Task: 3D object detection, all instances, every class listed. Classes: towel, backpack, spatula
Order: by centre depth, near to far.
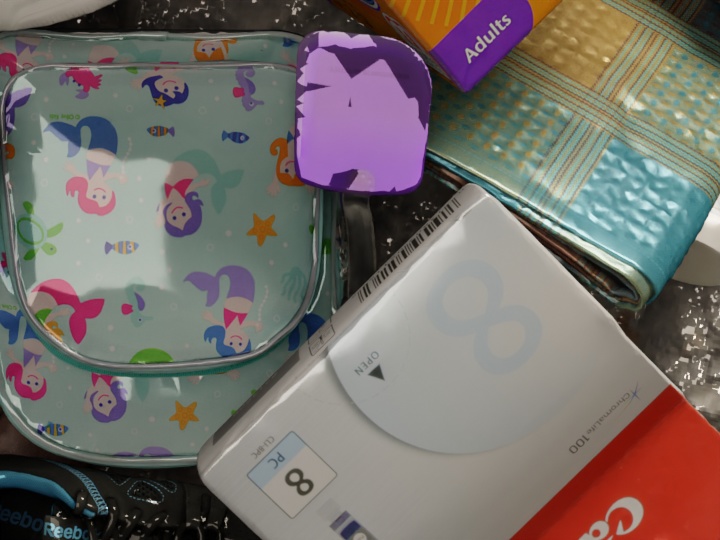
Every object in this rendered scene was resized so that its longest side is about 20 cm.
[{"bbox_3d":[0.000,0.000,0.707,0.056,0.021,0.200,6,116,11],"label":"spatula"},{"bbox_3d":[0.103,-0.080,0.756,0.147,0.022,0.200,33,48,6],"label":"towel"},{"bbox_3d":[-0.091,-0.010,0.770,0.177,0.151,0.200,0,95,-9],"label":"backpack"}]

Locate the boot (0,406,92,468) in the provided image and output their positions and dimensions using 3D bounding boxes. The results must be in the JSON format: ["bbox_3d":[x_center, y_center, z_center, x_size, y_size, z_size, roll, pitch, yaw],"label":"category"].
[{"bbox_3d":[-0.244,0.086,0.832,0.200,0.072,0.166,38,78,9],"label":"boot"}]

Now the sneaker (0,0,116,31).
[{"bbox_3d":[-0.195,-0.138,0.728,0.200,0.075,0.089,-16,112,9],"label":"sneaker"}]

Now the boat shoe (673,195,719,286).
[{"bbox_3d":[0.098,-0.065,0.797,0.200,0.072,0.069,24,69,12],"label":"boat shoe"}]

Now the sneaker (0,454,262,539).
[{"bbox_3d":[-0.100,0.125,0.737,0.200,0.082,0.073,7,82,11],"label":"sneaker"}]

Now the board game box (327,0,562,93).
[{"bbox_3d":[0.020,-0.234,0.702,0.200,0.200,0.200,-44,119,0],"label":"board game box"}]

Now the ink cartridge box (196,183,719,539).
[{"bbox_3d":[0.059,0.089,0.684,0.200,0.047,0.160,45,94,-8],"label":"ink cartridge box"}]
